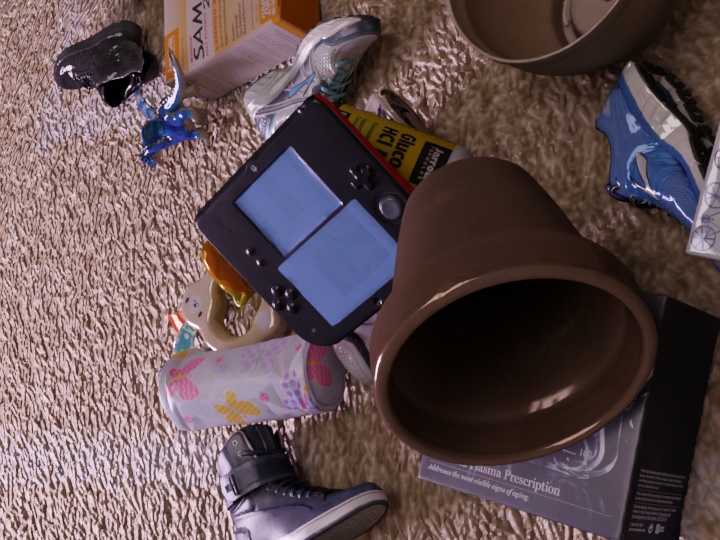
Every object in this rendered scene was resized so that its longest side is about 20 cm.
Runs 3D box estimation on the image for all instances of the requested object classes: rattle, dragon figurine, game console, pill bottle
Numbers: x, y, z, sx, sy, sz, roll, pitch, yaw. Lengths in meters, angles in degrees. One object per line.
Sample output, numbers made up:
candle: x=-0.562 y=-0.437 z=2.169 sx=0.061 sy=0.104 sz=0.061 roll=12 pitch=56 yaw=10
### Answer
rattle: x=-0.182 y=0.041 z=1.232 sx=0.197 sy=0.142 sz=0.133 roll=-11 pitch=90 yaw=34
dragon figurine: x=-0.235 y=-0.181 z=1.334 sx=0.097 sy=0.200 sz=0.060 roll=-9 pitch=70 yaw=0
game console: x=-0.036 y=-0.035 z=0.993 sx=0.199 sy=0.177 sz=0.031 roll=-39 pitch=13 yaw=37
pill bottle: x=0.035 y=-0.074 z=1.028 sx=0.197 sy=0.112 sz=0.114 roll=20 pitch=92 yaw=8

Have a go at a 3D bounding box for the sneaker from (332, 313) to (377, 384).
sneaker: x=0.000 y=0.000 z=1.084 sx=0.114 sy=0.075 sz=0.202 roll=-32 pitch=90 yaw=24

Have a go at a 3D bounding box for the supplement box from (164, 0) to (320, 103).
supplement box: x=-0.142 y=-0.297 z=1.323 sx=0.198 sy=0.073 sz=0.128 roll=-21 pitch=65 yaw=38

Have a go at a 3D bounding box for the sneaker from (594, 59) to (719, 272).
sneaker: x=0.254 y=-0.073 z=0.913 sx=0.090 sy=0.077 sz=0.202 roll=-53 pitch=46 yaw=38

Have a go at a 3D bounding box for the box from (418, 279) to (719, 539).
box: x=0.166 y=0.105 z=0.915 sx=0.198 sy=0.103 sz=0.186 roll=8 pitch=83 yaw=43

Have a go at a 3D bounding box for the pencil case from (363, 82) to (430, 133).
pencil case: x=-0.011 y=-0.096 z=1.139 sx=0.200 sy=0.089 sz=0.078 roll=-45 pitch=23 yaw=25

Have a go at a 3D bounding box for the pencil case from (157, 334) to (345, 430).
pencil case: x=-0.111 y=0.113 z=1.161 sx=0.197 sy=0.084 sz=0.091 roll=-10 pitch=35 yaw=30

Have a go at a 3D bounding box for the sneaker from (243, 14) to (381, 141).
sneaker: x=-0.040 y=-0.197 z=1.216 sx=0.199 sy=0.077 sz=0.088 roll=-36 pitch=69 yaw=38

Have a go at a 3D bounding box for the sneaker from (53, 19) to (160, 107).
sneaker: x=-0.344 y=-0.262 z=1.507 sx=0.198 sy=0.060 sz=0.106 roll=-23 pitch=60 yaw=33

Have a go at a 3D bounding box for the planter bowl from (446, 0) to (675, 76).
planter bowl: x=0.189 y=-0.253 z=0.966 sx=0.198 sy=0.134 sz=0.204 roll=-13 pitch=70 yaw=39

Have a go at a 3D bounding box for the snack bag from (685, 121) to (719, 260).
snack bag: x=0.351 y=-0.076 z=0.798 sx=0.197 sy=0.021 sz=0.192 roll=17 pitch=88 yaw=21

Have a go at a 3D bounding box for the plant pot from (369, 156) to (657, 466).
plant pot: x=0.097 y=0.012 z=0.824 sx=0.200 sy=0.199 sz=0.176 roll=-40 pitch=37 yaw=27

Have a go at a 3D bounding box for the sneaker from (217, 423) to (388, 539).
sneaker: x=-0.066 y=0.209 z=1.118 sx=0.201 sy=0.076 sz=0.148 roll=-33 pitch=61 yaw=33
